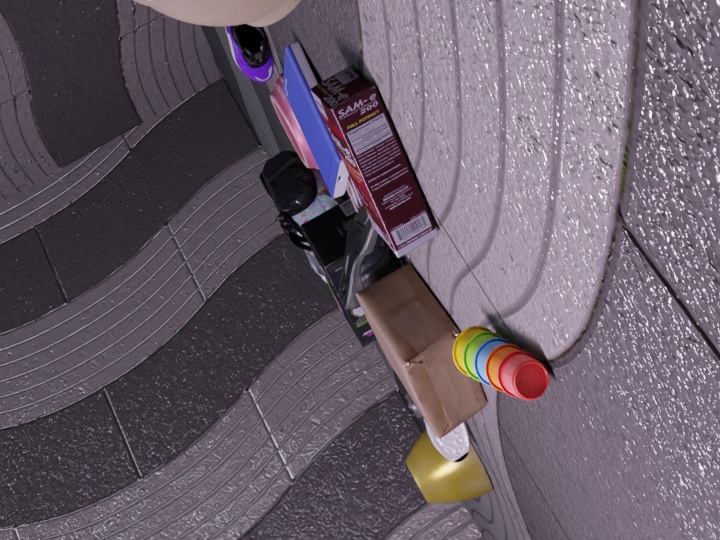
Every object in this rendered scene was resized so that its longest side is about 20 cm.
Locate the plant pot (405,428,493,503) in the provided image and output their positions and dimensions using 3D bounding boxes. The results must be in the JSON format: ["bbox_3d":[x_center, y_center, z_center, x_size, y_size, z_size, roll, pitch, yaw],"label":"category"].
[{"bbox_3d":[0.182,0.430,2.249,0.202,0.140,0.200,60,175,8],"label":"plant pot"}]

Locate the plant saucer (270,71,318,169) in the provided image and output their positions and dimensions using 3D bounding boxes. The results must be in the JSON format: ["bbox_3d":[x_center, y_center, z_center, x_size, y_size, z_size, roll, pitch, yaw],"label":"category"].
[{"bbox_3d":[-0.114,-0.272,1.921,0.203,0.050,0.201,62,175,9],"label":"plant saucer"}]

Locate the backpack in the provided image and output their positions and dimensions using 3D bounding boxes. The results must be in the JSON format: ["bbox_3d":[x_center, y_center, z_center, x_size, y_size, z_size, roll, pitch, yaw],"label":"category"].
[{"bbox_3d":[-0.101,-0.131,2.042,0.200,0.125,0.169,49,-163,-51],"label":"backpack"}]

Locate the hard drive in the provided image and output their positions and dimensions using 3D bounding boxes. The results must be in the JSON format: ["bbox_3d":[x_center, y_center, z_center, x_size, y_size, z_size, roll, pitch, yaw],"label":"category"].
[{"bbox_3d":[-0.068,-0.227,1.560,0.132,0.025,0.203,107,141,-69],"label":"hard drive"}]

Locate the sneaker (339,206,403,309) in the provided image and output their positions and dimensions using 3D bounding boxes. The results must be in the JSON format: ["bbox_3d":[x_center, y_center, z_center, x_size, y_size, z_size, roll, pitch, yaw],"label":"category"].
[{"bbox_3d":[0.034,-0.025,1.660,0.077,0.112,0.202,-118,29,-47],"label":"sneaker"}]

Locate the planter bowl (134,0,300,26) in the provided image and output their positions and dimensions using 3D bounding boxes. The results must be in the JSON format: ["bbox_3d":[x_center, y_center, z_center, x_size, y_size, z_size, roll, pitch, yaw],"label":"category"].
[{"bbox_3d":[-0.119,-0.314,0.955,0.134,0.200,0.202,24,-155,-47],"label":"planter bowl"}]

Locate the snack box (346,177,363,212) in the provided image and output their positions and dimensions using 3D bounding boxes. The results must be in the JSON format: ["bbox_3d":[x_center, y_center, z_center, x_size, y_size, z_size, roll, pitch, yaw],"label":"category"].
[{"bbox_3d":[-0.015,-0.153,1.646,0.072,0.024,0.202,57,173,44],"label":"snack box"}]

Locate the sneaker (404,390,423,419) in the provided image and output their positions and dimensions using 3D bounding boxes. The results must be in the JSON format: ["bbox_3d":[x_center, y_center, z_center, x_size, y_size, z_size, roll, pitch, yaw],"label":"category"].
[{"bbox_3d":[0.128,0.213,1.802,0.072,0.098,0.201,61,175,19],"label":"sneaker"}]

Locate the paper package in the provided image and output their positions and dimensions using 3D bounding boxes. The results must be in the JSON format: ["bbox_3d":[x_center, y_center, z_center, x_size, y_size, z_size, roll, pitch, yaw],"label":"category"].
[{"bbox_3d":[0.095,0.123,1.590,0.201,0.102,0.192,55,172,50],"label":"paper package"}]

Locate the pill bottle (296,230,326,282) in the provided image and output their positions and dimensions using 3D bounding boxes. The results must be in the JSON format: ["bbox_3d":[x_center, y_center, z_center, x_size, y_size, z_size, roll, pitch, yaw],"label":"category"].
[{"bbox_3d":[-0.072,-0.054,2.374,0.117,0.114,0.201,58,175,30],"label":"pill bottle"}]

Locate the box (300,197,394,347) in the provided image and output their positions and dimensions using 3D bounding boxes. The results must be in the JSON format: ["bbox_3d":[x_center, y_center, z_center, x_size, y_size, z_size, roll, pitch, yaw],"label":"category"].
[{"bbox_3d":[0.000,0.000,1.807,0.149,0.123,0.202,56,172,52],"label":"box"}]

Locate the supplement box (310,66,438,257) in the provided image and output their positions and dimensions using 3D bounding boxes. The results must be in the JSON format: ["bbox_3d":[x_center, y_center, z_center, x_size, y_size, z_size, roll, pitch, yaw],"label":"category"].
[{"bbox_3d":[0.016,-0.128,1.206,0.202,0.060,0.109,65,175,-26],"label":"supplement box"}]

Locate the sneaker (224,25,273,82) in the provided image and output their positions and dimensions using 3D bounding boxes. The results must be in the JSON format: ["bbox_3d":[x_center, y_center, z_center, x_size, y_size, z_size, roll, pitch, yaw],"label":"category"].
[{"bbox_3d":[-0.208,-0.423,1.952,0.100,0.069,0.201,55,173,40],"label":"sneaker"}]

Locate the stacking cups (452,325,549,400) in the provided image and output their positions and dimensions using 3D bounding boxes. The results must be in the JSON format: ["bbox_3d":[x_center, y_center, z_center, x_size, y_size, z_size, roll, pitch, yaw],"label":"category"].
[{"bbox_3d":[0.154,0.098,1.098,0.061,0.060,0.200,61,171,-7],"label":"stacking cups"}]

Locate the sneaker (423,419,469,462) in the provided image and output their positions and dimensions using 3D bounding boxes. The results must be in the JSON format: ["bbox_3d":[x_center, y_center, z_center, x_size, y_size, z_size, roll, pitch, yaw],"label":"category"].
[{"bbox_3d":[0.164,0.297,2.124,0.202,0.080,0.146,58,-176,6],"label":"sneaker"}]
